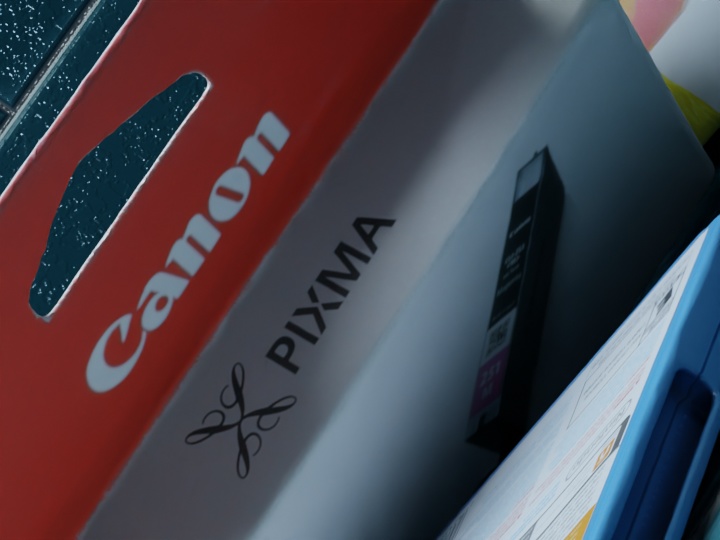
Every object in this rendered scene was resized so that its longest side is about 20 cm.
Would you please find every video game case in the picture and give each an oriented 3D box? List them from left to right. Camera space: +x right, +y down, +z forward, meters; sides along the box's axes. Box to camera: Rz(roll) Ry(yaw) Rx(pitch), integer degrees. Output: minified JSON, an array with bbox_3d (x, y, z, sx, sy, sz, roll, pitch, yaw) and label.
[{"bbox_3d":[0.012,0.089,0.469,0.143,0.018,0.200,-52,4,38],"label":"video game case"}]

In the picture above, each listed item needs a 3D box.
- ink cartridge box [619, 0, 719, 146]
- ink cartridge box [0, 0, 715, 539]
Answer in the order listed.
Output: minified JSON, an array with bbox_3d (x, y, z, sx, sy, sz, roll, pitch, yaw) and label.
[{"bbox_3d":[0.091,-0.108,0.679,0.200,0.083,0.145,-51,5,47],"label":"ink cartridge box"},{"bbox_3d":[-0.012,0.015,0.558,0.201,0.043,0.174,-56,-31,-8],"label":"ink cartridge box"}]
